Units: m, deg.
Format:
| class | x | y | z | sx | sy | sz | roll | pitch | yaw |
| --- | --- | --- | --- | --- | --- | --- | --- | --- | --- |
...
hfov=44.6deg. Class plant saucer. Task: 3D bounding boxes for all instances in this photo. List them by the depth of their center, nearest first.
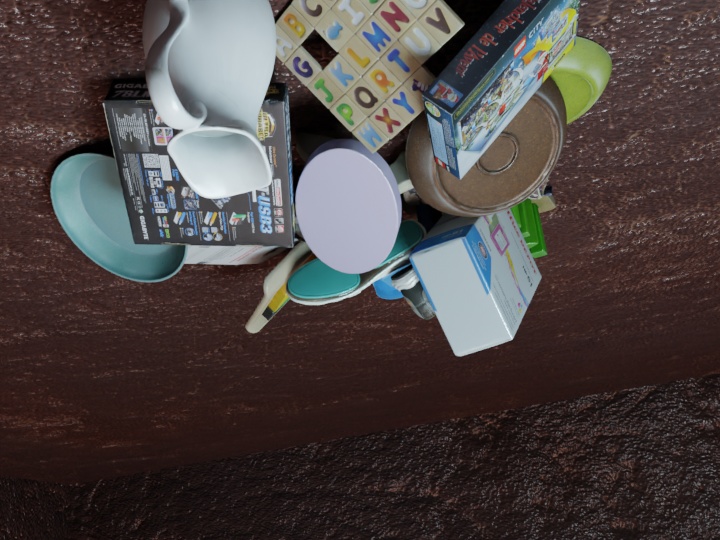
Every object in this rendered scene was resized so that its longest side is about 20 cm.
| class | x | y | z | sx | sy | sz | roll | pitch | yaw |
| --- | --- | --- | --- | --- | --- | --- | --- | --- | --- |
| plant saucer | 0.150 | -0.139 | 1.001 | 0.198 | 0.035 | 0.202 | -9 | 129 | -12 |
| plant saucer | 0.204 | -0.210 | 1.054 | 0.198 | 0.031 | 0.200 | -6 | 159 | -2 |
| plant saucer | -0.306 | -0.074 | 1.140 | 0.198 | 0.036 | 0.201 | 13 | 132 | 14 |

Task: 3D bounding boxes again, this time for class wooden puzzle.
| class | x | y | z | sx | sy | sz | roll | pitch | yaw |
| --- | --- | --- | --- | --- | --- | --- | --- | --- | --- |
| wooden puzzle | -0.098 | 0.007 | 1.364 | 0.185 | 0.037 | 0.200 | -47 | 175 | -26 |

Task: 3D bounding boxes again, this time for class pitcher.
| class | x | y | z | sx | sy | sz | roll | pitch | yaw |
| --- | --- | --- | --- | --- | --- | --- | --- | --- | --- |
| pitcher | -0.139 | -0.188 | 0.766 | 0.120 | 0.202 | 0.172 | -10 | 159 | 10 |

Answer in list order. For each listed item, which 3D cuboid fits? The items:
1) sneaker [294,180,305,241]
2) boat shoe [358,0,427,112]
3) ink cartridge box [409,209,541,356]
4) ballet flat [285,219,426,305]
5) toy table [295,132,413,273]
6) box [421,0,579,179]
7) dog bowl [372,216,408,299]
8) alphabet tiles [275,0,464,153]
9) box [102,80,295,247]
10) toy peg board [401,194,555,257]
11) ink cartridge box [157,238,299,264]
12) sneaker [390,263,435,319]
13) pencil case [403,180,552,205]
| class | x | y | z | sx | sy | sz | roll | pitch | yaw |
| --- | --- | --- | --- | --- | --- | --- | --- | --- | --- |
| sneaker | -0.082 | -0.074 | 1.211 | 0.199 | 0.074 | 0.079 | 9 | 135 | -43 |
| boat shoe | 0.039 | -0.245 | 0.877 | 0.068 | 0.072 | 0.200 | -27 | 165 | -33 |
| ink cartridge box | 0.155 | -0.004 | 1.142 | 0.084 | 0.146 | 0.200 | -21 | -167 | 27 |
| ballet flat | 0.000 | 0.000 | 1.156 | 0.198 | 0.070 | 0.070 | -26 | 159 | -1 |
| toy table | -0.005 | -0.107 | 1.067 | 0.182 | 0.118 | 0.201 | 19 | 141 | 0 |
| box | 0.143 | -0.201 | 0.870 | 0.200 | 0.038 | 0.137 | -49 | 159 | -9 |
| dog bowl | 0.042 | -0.025 | 1.256 | 0.111 | 0.050 | 0.200 | -34 | 150 | 14 |
| alphabet tiles | 0.007 | -0.218 | 0.854 | 0.167 | 0.008 | 0.200 | 44 | 143 | -9 |
| box | -0.176 | -0.118 | 1.009 | 0.196 | 0.050 | 0.201 | -1 | 130 | 0 |
| toy peg board | 0.178 | -0.071 | 1.315 | 0.197 | 0.099 | 0.200 | -16 | 157 | 23 |
| ink cartridge box | -0.197 | -0.058 | 1.258 | 0.199 | 0.069 | 0.116 | 1 | 161 | -45 |
| sneaker | 0.106 | 0.018 | 1.203 | 0.074 | 0.080 | 0.200 | -29 | 177 | 29 |
| pencil case | 0.146 | -0.127 | 1.137 | 0.198 | 0.079 | 0.089 | -1 | -173 | 23 |
